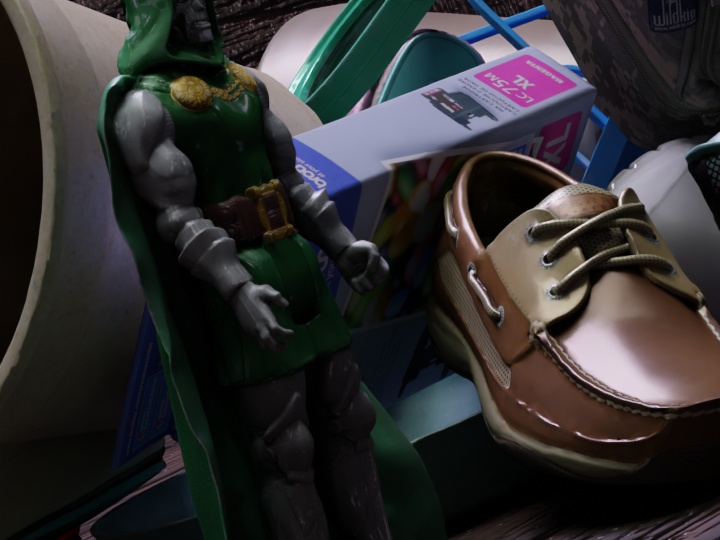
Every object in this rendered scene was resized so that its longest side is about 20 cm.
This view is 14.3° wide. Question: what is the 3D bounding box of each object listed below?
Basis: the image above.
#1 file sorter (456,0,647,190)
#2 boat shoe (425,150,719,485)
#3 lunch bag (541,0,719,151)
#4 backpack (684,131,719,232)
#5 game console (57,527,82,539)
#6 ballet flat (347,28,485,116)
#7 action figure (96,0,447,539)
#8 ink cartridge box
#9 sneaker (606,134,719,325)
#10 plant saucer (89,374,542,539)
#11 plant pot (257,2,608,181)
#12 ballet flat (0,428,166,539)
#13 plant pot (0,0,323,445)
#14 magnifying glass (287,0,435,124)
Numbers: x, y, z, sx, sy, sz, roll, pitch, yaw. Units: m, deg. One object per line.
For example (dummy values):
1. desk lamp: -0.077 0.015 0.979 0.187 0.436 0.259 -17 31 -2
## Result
1. file sorter: 0.106 -0.073 1.250 0.138 0.123 0.200 -23 -33 -37
2. boat shoe: 0.067 0.011 0.921 0.075 0.074 0.200 -9 19 -18
3. lunch bag: 0.163 -0.147 1.047 0.199 0.140 0.168 -25 -11 -14
4. backpack: 0.201 -0.043 0.737 0.175 0.154 0.200 -16 7 -31
5. game console: -0.205 0.103 1.187 0.118 0.173 0.200 10 14 18
6. ballet flat: -0.001 -0.010 1.173 0.071 0.069 0.200 116 179 -59
7. action figure: -0.028 0.009 0.805 0.055 0.201 0.118 -18 4 31
8. ink cartridge box: 0.000 0.000 1.014 0.042 0.120 0.200 35 35 28
9. sneaker: 0.171 -0.017 1.035 0.199 0.075 0.087 -12 8 -22
10. plant saucer: 0.002 0.074 1.036 0.199 0.036 0.200 -20 4 1
11. plant pot: 0.066 -0.050 1.464 0.173 0.201 0.200 -9 8 29
12. ballet flat: -0.161 0.098 1.053 0.200 0.070 0.069 -35 9 -26
13. plant pot: -0.111 -0.018 1.036 0.200 0.201 0.183 -18 -15 39
14. magnifying glass: 0.030 -0.129 1.163 0.200 0.022 0.080 -46 15 29
